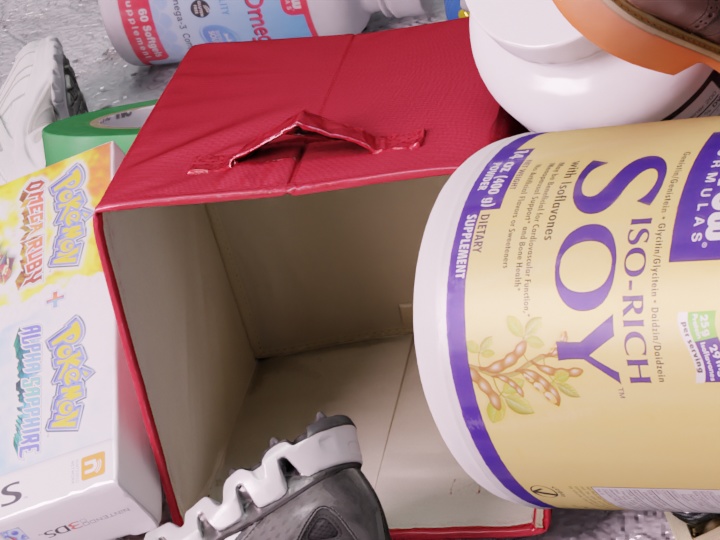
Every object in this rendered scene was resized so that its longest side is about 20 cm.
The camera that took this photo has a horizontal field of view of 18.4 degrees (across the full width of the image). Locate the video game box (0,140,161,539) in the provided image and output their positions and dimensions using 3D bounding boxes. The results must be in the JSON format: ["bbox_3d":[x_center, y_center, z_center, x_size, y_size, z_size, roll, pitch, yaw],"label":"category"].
[{"bbox_3d":[-0.181,0.053,1.024,0.182,0.047,0.201,-19,49,14],"label":"video game box"}]

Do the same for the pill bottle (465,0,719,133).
[{"bbox_3d":[0.118,-0.091,0.923,0.112,0.200,0.113,-10,68,26],"label":"pill bottle"}]

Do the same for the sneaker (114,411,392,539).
[{"bbox_3d":[-0.069,0.146,0.903,0.200,0.066,0.091,-33,73,3],"label":"sneaker"}]

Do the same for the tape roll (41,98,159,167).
[{"bbox_3d":[-0.069,-0.065,1.191,0.199,0.048,0.200,-7,10,1],"label":"tape roll"}]

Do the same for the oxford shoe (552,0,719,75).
[{"bbox_3d":[0.156,-0.103,0.802,0.199,0.073,0.072,4,54,-44],"label":"oxford shoe"}]

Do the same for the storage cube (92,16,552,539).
[{"bbox_3d":[0.000,0.000,0.994,0.170,0.201,0.180,-6,26,13],"label":"storage cube"}]

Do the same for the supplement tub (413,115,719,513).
[{"bbox_3d":[0.135,0.016,0.806,0.199,0.146,0.145,-4,31,37],"label":"supplement tub"}]

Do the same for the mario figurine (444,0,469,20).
[{"bbox_3d":[0.064,-0.137,1.251,0.106,0.123,0.200,-44,50,22],"label":"mario figurine"}]

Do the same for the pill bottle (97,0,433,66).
[{"bbox_3d":[-0.058,-0.191,1.394,0.199,0.109,0.109,-5,32,14],"label":"pill bottle"}]

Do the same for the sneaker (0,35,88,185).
[{"bbox_3d":[-0.212,-0.072,1.298,0.099,0.078,0.200,-14,31,6],"label":"sneaker"}]

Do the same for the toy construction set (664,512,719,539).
[{"bbox_3d":[0.182,0.114,0.857,0.199,0.092,0.131,-20,57,3],"label":"toy construction set"}]
